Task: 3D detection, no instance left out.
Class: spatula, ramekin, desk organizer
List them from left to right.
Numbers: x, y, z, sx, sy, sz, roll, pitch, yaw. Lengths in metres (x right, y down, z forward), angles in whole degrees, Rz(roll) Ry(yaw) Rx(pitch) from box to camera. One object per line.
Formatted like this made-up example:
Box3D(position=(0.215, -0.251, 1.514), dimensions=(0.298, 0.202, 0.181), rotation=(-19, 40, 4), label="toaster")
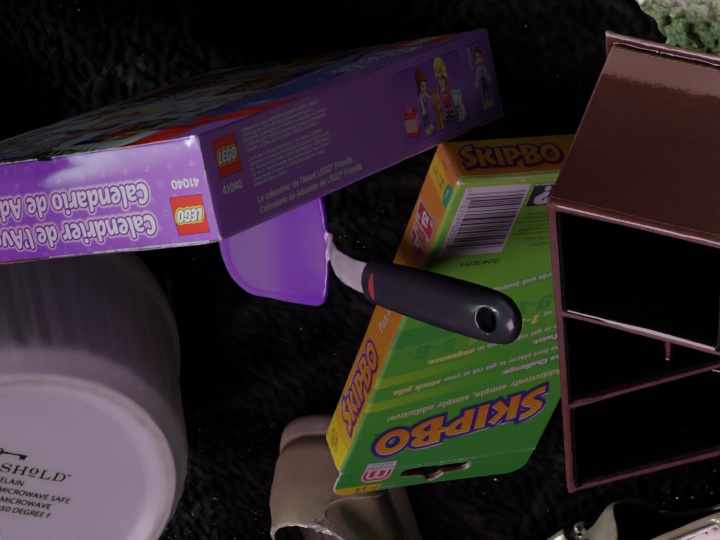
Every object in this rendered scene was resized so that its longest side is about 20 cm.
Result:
Box3D(position=(-0.169, 0.078, 1.052), dimensions=(0.202, 0.094, 0.203), rotation=(-12, 132, -14), label="ramekin")
Box3D(position=(0.000, 0.000, 0.917), dimensions=(0.200, 0.020, 0.057), rotation=(22, 119, 55), label="spatula")
Box3D(position=(0.116, 0.011, 0.872), dimensions=(0.072, 0.077, 0.200), rotation=(14, 148, 17), label="desk organizer")

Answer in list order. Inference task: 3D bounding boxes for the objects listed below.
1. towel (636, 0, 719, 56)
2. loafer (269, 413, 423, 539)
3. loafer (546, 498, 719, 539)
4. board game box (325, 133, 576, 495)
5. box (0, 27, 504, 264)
Box3D(position=(0.179, -0.084, 0.825), dimensions=(0.148, 0.037, 0.200), rotation=(-20, 115, 42), label="towel")
Box3D(position=(0.003, 0.161, 1.117), dimensions=(0.075, 0.068, 0.200), rotation=(-6, 123, 34), label="loafer")
Box3D(position=(0.134, 0.119, 1.013), dimensions=(0.199, 0.072, 0.063), rotation=(-13, 103, 31), label="loafer")
Box3D(position=(0.051, 0.021, 0.959), dimensions=(0.095, 0.030, 0.200), rotation=(-5, 138, -23), label="board game box")
Box3D(position=(-0.053, -0.047, 0.878), dimensions=(0.136, 0.200, 0.039), rotation=(-6, 102, 34), label="box")
